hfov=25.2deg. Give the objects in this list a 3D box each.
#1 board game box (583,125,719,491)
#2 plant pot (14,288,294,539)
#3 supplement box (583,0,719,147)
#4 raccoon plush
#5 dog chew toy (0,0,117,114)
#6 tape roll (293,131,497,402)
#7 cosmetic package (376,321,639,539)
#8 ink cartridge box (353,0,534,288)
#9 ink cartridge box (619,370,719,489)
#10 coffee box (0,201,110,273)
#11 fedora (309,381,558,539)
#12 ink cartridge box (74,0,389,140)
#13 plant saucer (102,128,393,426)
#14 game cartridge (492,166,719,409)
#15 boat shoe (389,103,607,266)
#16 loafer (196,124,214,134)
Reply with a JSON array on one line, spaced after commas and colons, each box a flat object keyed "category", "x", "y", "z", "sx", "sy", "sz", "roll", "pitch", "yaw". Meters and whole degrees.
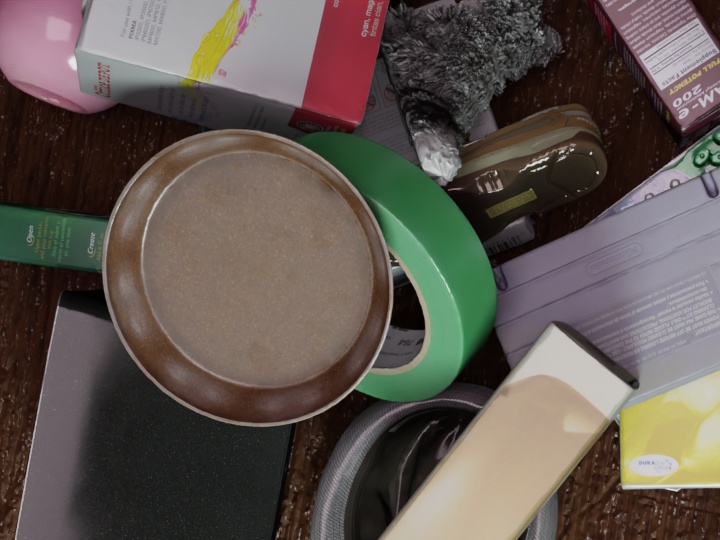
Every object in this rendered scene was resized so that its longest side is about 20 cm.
[{"category": "board game box", "x": 0.251, "y": 0.028, "z": 1.198, "sx": 0.199, "sy": 0.026, "sz": 0.201, "roll": -37, "pitch": 82, "yaw": 8}, {"category": "plant pot", "x": -0.138, "y": 0.129, "z": 1.195, "sx": 0.176, "sy": 0.200, "sz": 0.202, "roll": 11, "pitch": 90, "yaw": -1}, {"category": "supplement box", "x": 0.203, "y": -0.193, "z": 1.173, "sx": 0.061, "sy": 0.109, "sz": 0.201, "roll": -32, "pitch": 83, "yaw": 8}, {"category": "raccoon plush", "x": 0.092, "y": -0.131, "z": 1.148, "sx": 0.133, "sy": 0.097, "sz": 0.201, "roll": -17, "pitch": 47, "yaw": 2}, {"category": "dog chew toy", "x": -0.205, "y": -0.227, "z": 1.251, "sx": 0.124, "sy": 0.125, "sz": 0.202, "roll": 20, "pitch": 84, "yaw": 11}, {"category": "tape roll", "x": 0.000, "y": 0.000, "z": 1.127, "sx": 0.200, "sy": 0.201, "sz": 0.048, "roll": 37, "pitch": 53, "yaw": 10}, {"category": "cosmetic package", "x": 0.099, "y": 0.133, "z": 1.089, "sx": 0.071, "sy": 0.105, "sz": 0.201, "roll": 39, "pitch": 98, "yaw": 11}, {"category": "ink cartridge box", "x": 0.030, "y": -0.092, "z": 1.245, "sx": 0.159, "sy": 0.047, "sz": 0.202, "roll": -19, "pitch": 68, "yaw": 10}, {"category": "ink cartridge box", "x": 0.283, "y": 0.054, "z": 1.155, "sx": 0.196, "sy": 0.047, "sz": 0.202, "roll": -2, "pitch": 90, "yaw": 12}, {"category": "coffee box", "x": -0.204, "y": -0.021, "z": 1.240, "sx": 0.198, "sy": 0.123, "sz": 0.044, "roll": 8, "pitch": 92, "yaw": 10}, {"category": "fedora", "x": 0.059, "y": 0.180, "z": 1.196, "sx": 0.175, "sy": 0.090, "sz": 0.202, "roll": 16, "pitch": 90, "yaw": 10}, {"category": "ink cartridge box", "x": -0.089, "y": -0.180, "z": 1.134, "sx": 0.198, "sy": 0.145, "sz": 0.146, "roll": 14, "pitch": 83, "yaw": -8}, {"category": "plant saucer", "x": -0.072, "y": 0.003, "z": 1.065, "sx": 0.198, "sy": 0.034, "sz": 0.202, "roll": 4, "pitch": 107, "yaw": 13}, {"category": "game cartridge", "x": 0.194, "y": 0.024, "z": 1.139, "sx": 0.199, "sy": 0.038, "sz": 0.131, "roll": -24, "pitch": 86, "yaw": 15}, {"category": "boat shoe", "x": 0.080, "y": -0.065, "z": 1.170, "sx": 0.198, "sy": 0.072, "sz": 0.077, "roll": -18, "pitch": 43, "yaw": 10}, {"category": "loafer", "x": -0.071, "y": -0.182, "z": 1.239, "sx": 0.072, "sy": 0.073, "sz": 0.202, "roll": 18, "pitch": 92, "yaw": 18}]
